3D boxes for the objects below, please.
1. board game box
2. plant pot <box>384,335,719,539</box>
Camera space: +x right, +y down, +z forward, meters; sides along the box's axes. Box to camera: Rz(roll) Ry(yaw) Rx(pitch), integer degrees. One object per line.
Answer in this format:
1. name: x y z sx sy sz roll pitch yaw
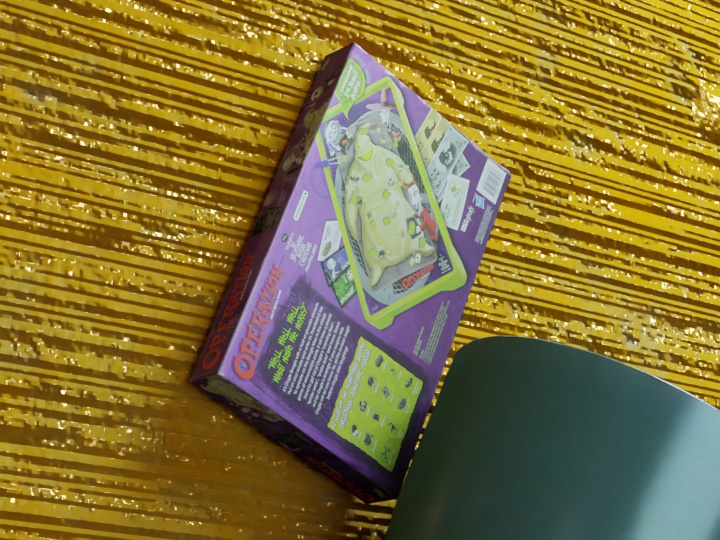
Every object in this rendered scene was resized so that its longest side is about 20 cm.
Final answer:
1. board game box: 0.000 0.000 1.012 0.120 0.032 0.200 40 56 -30
2. plant pot: 0.098 0.153 0.951 0.201 0.200 0.161 39 67 -26
